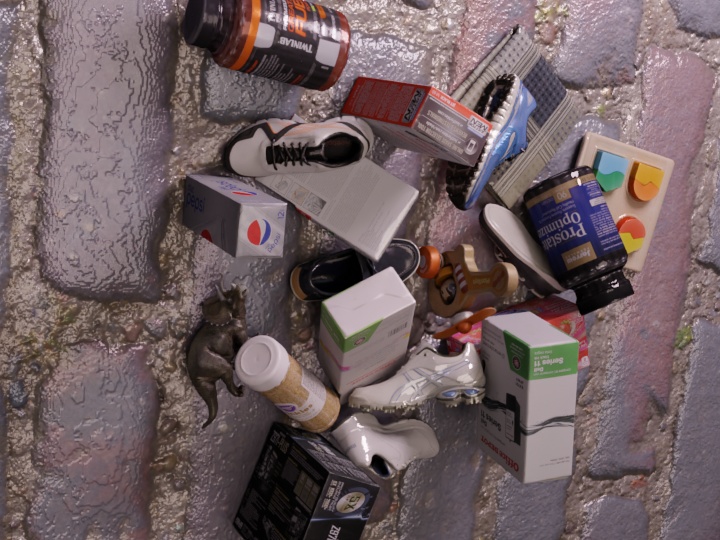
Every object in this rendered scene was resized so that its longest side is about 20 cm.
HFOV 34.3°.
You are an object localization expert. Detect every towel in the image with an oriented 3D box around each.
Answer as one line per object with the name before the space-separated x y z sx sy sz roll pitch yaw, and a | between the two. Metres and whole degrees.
towel | 0.218 -0.221 1.706 0.201 0.034 0.193 -51 122 -11

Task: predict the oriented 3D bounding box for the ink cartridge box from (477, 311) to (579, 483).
ink cartridge box | 0.232 0.176 1.631 0.082 0.146 0.203 -6 106 -21

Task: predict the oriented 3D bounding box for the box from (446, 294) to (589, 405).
box | 0.238 0.118 1.759 0.198 0.095 0.101 -20 112 -22

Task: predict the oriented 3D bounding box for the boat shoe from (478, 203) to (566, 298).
boat shoe | 0.236 -0.025 1.743 0.199 0.060 0.075 35 43 -31

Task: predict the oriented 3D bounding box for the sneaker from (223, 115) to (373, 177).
sneaker | -0.081 -0.159 1.502 0.197 0.080 0.075 -10 108 2

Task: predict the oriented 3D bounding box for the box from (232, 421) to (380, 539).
box | -0.077 0.321 1.582 0.085 0.200 0.166 21 92 -29

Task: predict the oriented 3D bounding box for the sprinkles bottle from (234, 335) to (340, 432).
sprinkles bottle | -0.095 0.155 1.563 0.069 0.068 0.200 -52 146 -7

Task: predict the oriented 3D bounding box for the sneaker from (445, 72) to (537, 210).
sneaker | 0.192 -0.171 1.637 0.089 0.078 0.202 30 87 -31

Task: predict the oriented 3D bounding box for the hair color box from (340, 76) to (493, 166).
hair color box | 0.070 -0.199 1.530 0.110 0.200 0.065 27 90 -31

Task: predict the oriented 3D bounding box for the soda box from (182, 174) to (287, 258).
soda box | -0.159 -0.069 1.440 0.063 0.200 0.069 -1 105 -28

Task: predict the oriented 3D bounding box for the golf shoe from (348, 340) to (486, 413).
golf shoe | 0.077 0.150 1.646 0.197 0.078 0.099 -7 85 -5

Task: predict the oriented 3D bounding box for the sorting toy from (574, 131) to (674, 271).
sorting toy | 0.402 -0.104 1.825 0.198 0.036 0.187 13 96 -30

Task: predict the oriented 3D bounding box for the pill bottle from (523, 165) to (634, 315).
pill bottle | 0.325 -0.042 1.714 0.111 0.112 0.202 -20 83 -22

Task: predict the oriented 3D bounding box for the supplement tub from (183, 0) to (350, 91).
supplement tub | -0.118 -0.295 1.459 0.198 0.107 0.108 8 99 -30

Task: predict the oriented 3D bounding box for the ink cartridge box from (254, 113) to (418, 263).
ink cartridge box | -0.032 -0.110 1.571 0.199 0.050 0.110 33 86 3

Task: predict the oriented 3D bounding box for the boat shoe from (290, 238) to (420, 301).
boat shoe | 0.000 0.000 1.616 0.198 0.062 0.076 -12 89 -25

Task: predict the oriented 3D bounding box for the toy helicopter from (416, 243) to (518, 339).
toy helicopter | 0.153 0.028 1.631 0.078 0.199 0.134 5 83 -29

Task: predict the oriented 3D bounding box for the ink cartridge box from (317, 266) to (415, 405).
ink cartridge box | 0.005 0.095 1.614 0.116 0.068 0.201 -26 152 -20

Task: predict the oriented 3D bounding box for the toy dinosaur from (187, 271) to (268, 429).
toy dinosaur | -0.188 0.107 1.555 0.101 0.077 0.202 23 96 -19

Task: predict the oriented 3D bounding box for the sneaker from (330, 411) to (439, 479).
sneaker | 0.041 0.261 1.676 0.198 0.088 0.075 11 136 -42
